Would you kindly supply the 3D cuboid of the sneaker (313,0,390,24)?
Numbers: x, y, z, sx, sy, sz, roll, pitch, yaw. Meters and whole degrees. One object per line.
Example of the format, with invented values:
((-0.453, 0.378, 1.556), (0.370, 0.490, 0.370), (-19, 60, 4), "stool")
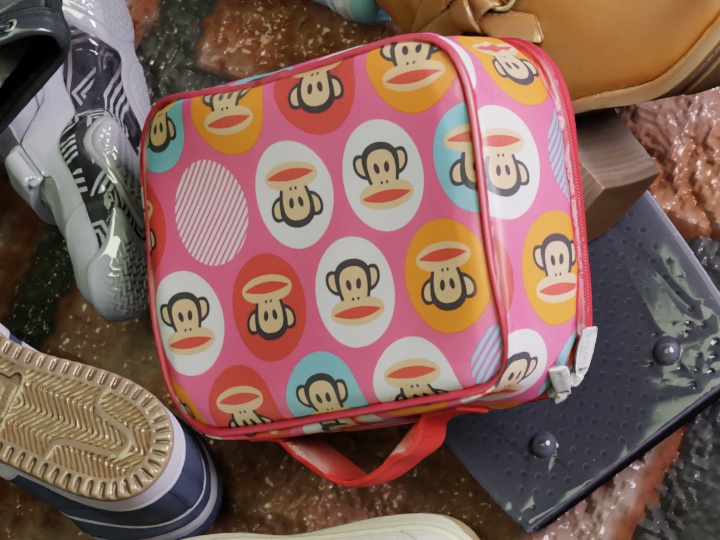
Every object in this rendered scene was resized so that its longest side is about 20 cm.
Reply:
((-0.019, -0.221, 1.296), (0.130, 0.080, 0.200), (14, 76, 21), "sneaker")

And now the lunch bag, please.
((0.000, 0.000, 1.148), (0.200, 0.082, 0.177), (-8, 88, 41), "lunch bag")

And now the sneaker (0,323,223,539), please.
((-0.148, 0.062, 1.223), (0.200, 0.109, 0.070), (26, 80, 26), "sneaker")

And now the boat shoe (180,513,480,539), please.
((-0.045, 0.148, 1.169), (0.200, 0.066, 0.074), (-17, 98, 12), "boat shoe")

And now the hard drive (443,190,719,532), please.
((0.068, 0.004, 1.208), (0.135, 0.042, 0.200), (-37, 65, 3), "hard drive")

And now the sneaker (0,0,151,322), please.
((-0.155, -0.055, 1.287), (0.115, 0.075, 0.200), (-19, 62, 13), "sneaker")

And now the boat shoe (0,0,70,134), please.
((-0.203, -0.054, 1.224), (0.199, 0.075, 0.066), (-40, 53, 1), "boat shoe")

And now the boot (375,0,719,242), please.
((0.097, -0.126, 1.149), (0.155, 0.077, 0.200), (53, 129, 18), "boot")
